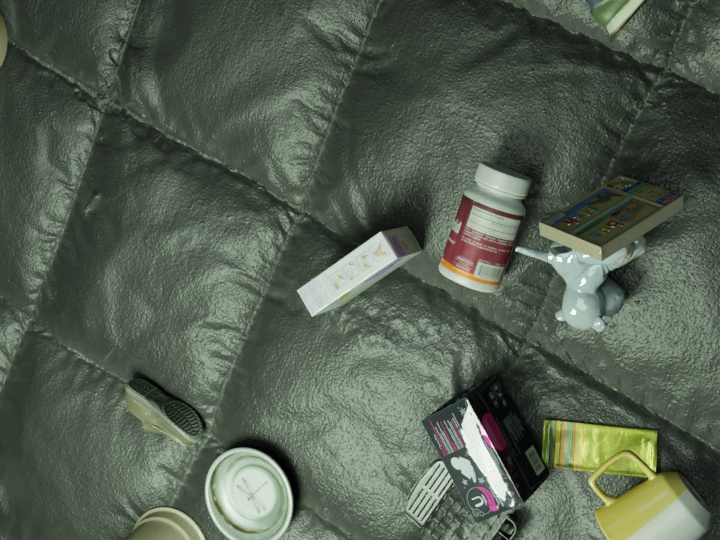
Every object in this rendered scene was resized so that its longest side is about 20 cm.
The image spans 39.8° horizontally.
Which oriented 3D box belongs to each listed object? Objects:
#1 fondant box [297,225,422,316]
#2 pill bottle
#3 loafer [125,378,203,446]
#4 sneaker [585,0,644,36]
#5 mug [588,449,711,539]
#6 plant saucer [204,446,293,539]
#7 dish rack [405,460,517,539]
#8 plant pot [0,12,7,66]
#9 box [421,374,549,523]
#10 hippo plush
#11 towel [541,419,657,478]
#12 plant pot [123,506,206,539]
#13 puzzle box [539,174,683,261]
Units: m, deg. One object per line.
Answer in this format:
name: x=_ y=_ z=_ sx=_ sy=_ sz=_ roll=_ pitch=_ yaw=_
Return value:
fondant box: x=0.000 y=0.000 z=1.789 sx=0.199 sy=0.144 sz=0.059 roll=-36 pitch=83 yaw=22
pill bottle: x=0.217 y=-0.076 z=1.709 sx=0.113 sy=0.114 sz=0.203 roll=23 pitch=104 yaw=18
loafer: x=-0.404 y=0.300 z=2.037 sx=0.199 sy=0.075 sz=0.070 roll=34 pitch=119 yaw=20
sneaker: x=0.442 y=-0.482 z=1.592 sx=0.090 sy=0.067 sz=0.201 roll=44 pitch=113 yaw=6
mug: x=0.482 y=0.403 z=1.639 sx=0.153 sy=0.150 sz=0.186 roll=-42 pitch=112 yaw=13
plant saucer: x=-0.214 y=0.446 z=1.981 sx=0.197 sy=0.050 sz=0.204 roll=3 pitch=98 yaw=22
dish rack: x=0.177 y=0.454 z=1.821 sx=0.199 sy=0.054 sz=0.155 roll=37 pitch=107 yaw=14
plant pot: x=-0.872 y=-0.490 z=2.056 sx=0.184 sy=0.199 sz=0.191 roll=3 pitch=97 yaw=22
box: x=0.219 y=0.310 z=1.739 sx=0.114 sy=0.132 sz=0.202 roll=-31 pitch=85 yaw=34
hippo plush: x=0.384 y=0.017 z=1.620 sx=0.158 sy=0.198 sz=0.164 roll=7 pitch=112 yaw=52
towel: x=0.413 y=0.311 z=1.727 sx=0.197 sy=0.018 sz=0.088 roll=3 pitch=98 yaw=22
plant pot: x=-0.434 y=0.609 z=2.019 sx=0.197 sy=0.183 sz=0.205 roll=3 pitch=98 yaw=22
puzzle box: x=0.398 y=-0.087 z=1.574 sx=0.132 sy=0.198 sz=0.026 roll=28 pitch=139 yaw=47
